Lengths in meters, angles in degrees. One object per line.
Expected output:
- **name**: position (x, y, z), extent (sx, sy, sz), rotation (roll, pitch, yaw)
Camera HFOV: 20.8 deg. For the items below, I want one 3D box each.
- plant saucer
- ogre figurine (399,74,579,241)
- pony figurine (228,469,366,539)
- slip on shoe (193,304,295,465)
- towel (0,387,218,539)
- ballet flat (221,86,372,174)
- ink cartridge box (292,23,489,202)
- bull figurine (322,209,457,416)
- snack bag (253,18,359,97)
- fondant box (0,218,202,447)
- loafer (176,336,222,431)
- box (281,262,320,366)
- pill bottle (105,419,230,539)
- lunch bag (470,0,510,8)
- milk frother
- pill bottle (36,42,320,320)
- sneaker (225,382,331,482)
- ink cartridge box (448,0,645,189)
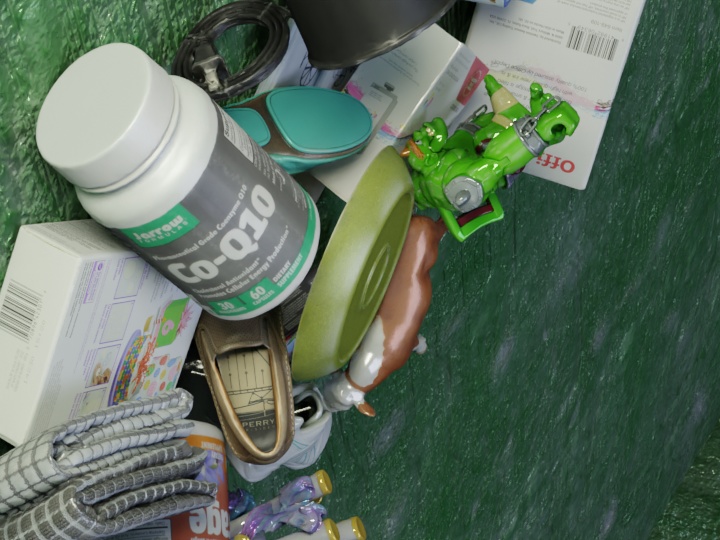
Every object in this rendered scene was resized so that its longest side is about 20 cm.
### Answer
- **plant saucer**: position (0.000, 0.000, 1.559), extent (0.200, 0.031, 0.202), rotation (23, 90, -81)
- **ogre figurine**: position (0.101, -0.093, 1.600), extent (0.120, 0.200, 0.098), rotation (-40, 121, -10)
- **pony figurine**: position (-0.111, 0.235, 1.644), extent (0.198, 0.168, 0.193), rotation (-22, 170, 9)
- **slip on shoe**: position (-0.094, 0.051, 1.510), extent (0.061, 0.075, 0.202), rotation (176, -96, -85)
- **towel**: position (-0.209, 0.167, 1.373), extent (0.165, 0.086, 0.200), rotation (-32, 171, 25)
- **ballet flat**: position (-0.079, -0.096, 1.488), extent (0.199, 0.068, 0.070), rotation (-13, 161, -44)
- **ink cartridge box**: position (0.017, -0.113, 1.641), extent (0.201, 0.067, 0.116), rotation (-55, 165, 5)
- **bull figurine**: position (0.027, 0.034, 1.709), extent (0.121, 0.065, 0.202), rotation (-30, 142, -68)
- **snack bag**: position (-0.026, -0.164, 1.577), extent (0.200, 0.021, 0.190), rotation (-26, 148, -58)
- **fondant box**: position (-0.188, 0.039, 1.416), extent (0.200, 0.058, 0.146), rotation (-8, 121, -64)
- **loafer**: position (-0.115, 0.036, 1.588), extent (0.072, 0.072, 0.202), rotation (-72, -178, -74)
- **box**: position (-0.053, 0.045, 1.722), extent (0.200, 0.035, 0.110), rotation (-38, 165, -49)
- **pill bottle**: position (-0.153, 0.222, 1.504), extent (0.112, 0.111, 0.202), rotation (39, 44, -68)
- **lunch bag**: position (0.114, -0.333, 1.652), extent (0.161, 0.075, 0.201), rotation (78, 25, -47)
- **milk frother**: position (-0.067, -0.229, 1.331), extent (0.199, 0.180, 0.189), rotation (-32, 112, -7)
- **pill bottle**: position (-0.122, -0.059, 1.330), extent (0.200, 0.113, 0.114), rotation (42, 73, -45)
- **sneaker**: position (-0.055, 0.136, 1.756), extent (0.080, 0.071, 0.200), rotation (-38, 175, 17)
- **ink cartridge box**: position (0.172, -0.206, 1.820), extent (0.146, 0.145, 0.202), rotation (-65, 172, -66)
